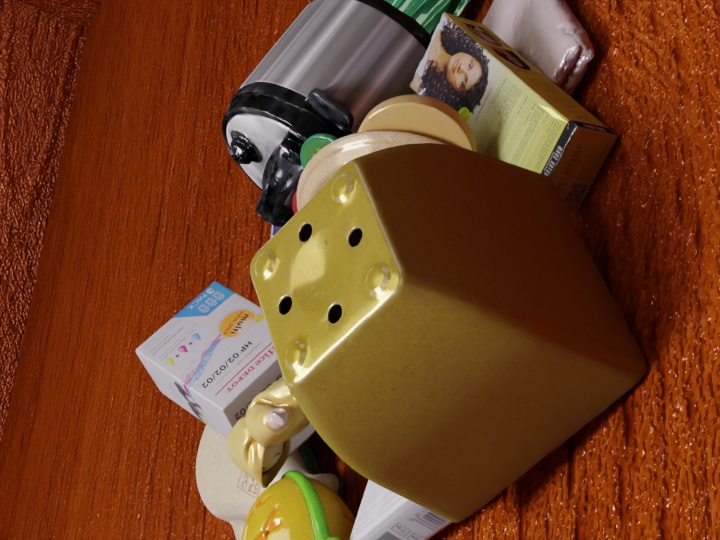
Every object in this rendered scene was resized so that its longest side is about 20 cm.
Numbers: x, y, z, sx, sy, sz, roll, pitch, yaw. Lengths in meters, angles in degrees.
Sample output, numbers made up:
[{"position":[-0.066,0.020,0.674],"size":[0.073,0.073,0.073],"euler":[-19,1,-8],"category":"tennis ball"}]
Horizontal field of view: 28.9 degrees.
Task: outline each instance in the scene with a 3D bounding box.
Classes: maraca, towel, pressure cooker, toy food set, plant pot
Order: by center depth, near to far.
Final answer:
[{"position":[0.040,0.028,0.974],"size":[0.195,0.199,0.195],"euler":[-42,48,24],"category":"plant pot"},{"position":[0.036,-0.047,1.159],"size":[0.197,0.200,0.049],"euler":[-21,36,37],"category":"toy food set"},{"position":[-0.046,0.257,1.234],"size":[0.200,0.106,0.139],"euler":[-138,45,-65],"category":"maraca"},{"position":[0.132,-0.162,1.241],"size":[0.192,0.032,0.201],"euler":[-61,23,27],"category":"towel"},{"position":[-0.029,-0.130,1.270],"size":[0.178,0.177,0.201],"euler":[16,59,39],"category":"pressure cooker"}]

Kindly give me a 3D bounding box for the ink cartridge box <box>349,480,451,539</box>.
[{"position":[0.066,0.134,1.175],"size":[0.162,0.050,0.201],"euler":[-48,14,48],"category":"ink cartridge box"}]

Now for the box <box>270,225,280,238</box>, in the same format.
[{"position":[-0.086,0.028,1.513],"size":[0.119,0.041,0.202],"euler":[-105,19,-78],"category":"box"}]

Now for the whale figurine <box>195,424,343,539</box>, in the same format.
[{"position":[-0.078,0.207,1.406],"size":[0.199,0.103,0.161],"euler":[22,98,45],"category":"whale figurine"}]

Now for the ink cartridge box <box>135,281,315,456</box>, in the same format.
[{"position":[-0.116,0.099,1.381],"size":[0.115,0.068,0.199],"euler":[-42,42,-21],"category":"ink cartridge box"}]

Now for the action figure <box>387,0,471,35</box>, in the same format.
[{"position":[0.065,-0.262,1.420],"size":[0.200,0.055,0.118],"euler":[-48,65,15],"category":"action figure"}]

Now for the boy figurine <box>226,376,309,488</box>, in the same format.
[{"position":[-0.055,0.121,1.243],"size":[0.200,0.064,0.124],"euler":[-48,-7,26],"category":"boy figurine"}]

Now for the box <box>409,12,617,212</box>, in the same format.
[{"position":[0.119,-0.131,1.134],"size":[0.200,0.050,0.076],"euler":[48,122,43],"category":"box"}]
